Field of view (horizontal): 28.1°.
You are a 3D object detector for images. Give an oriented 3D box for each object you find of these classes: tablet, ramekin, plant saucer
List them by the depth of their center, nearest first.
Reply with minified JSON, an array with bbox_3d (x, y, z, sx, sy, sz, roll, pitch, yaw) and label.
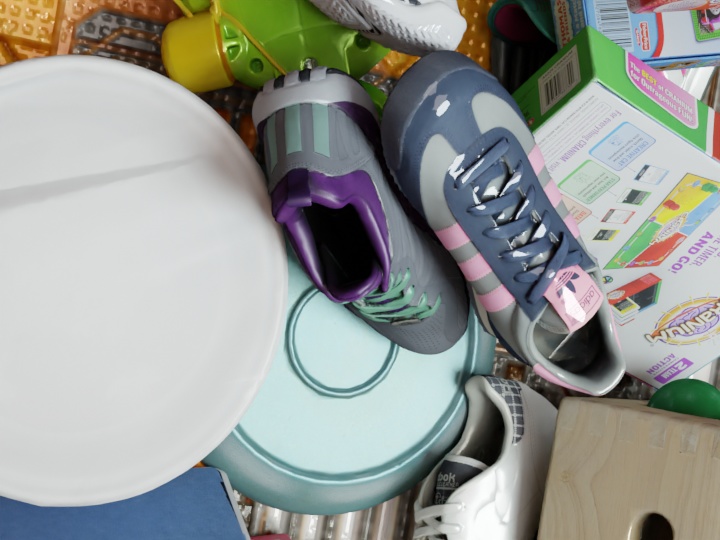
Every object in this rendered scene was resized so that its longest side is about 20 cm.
[{"bbox_3d":[-0.151,0.133,0.687,0.198,0.130,0.014,-2,111,-16],"label":"tablet"},{"bbox_3d":[-0.135,0.005,0.691,0.200,0.094,0.205,0,89,-8],"label":"ramekin"},{"bbox_3d":[-0.012,0.035,0.784,0.198,0.027,0.203,-1,94,-18],"label":"plant saucer"}]

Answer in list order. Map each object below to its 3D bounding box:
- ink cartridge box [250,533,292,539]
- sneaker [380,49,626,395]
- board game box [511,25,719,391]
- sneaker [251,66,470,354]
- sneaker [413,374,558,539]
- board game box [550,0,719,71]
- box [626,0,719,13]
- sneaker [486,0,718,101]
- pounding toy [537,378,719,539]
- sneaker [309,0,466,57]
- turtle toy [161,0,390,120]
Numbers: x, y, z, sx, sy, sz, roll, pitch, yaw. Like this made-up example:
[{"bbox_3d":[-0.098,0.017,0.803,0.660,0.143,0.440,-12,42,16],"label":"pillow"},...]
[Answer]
[{"bbox_3d":[-0.112,0.195,0.696,0.198,0.145,0.086,-1,96,-18],"label":"ink cartridge box"},{"bbox_3d":[0.076,-0.017,0.661,0.070,0.082,0.200,-42,136,-6],"label":"sneaker"},{"bbox_3d":[0.142,-0.022,0.759,0.199,0.153,0.041,28,42,-26],"label":"board game box"},{"bbox_3d":[0.000,0.000,0.688,0.074,0.088,0.200,-16,138,18],"label":"sneaker"},{"bbox_3d":[0.056,0.157,0.780,0.080,0.076,0.202,31,71,-35],"label":"sneaker"},{"bbox_3d":[0.187,-0.185,0.760,0.198,0.037,0.153,-8,88,-22],"label":"board game box"},{"bbox_3d":[0.165,-0.223,0.627,0.099,0.095,0.203,-7,86,-22],"label":"box"},{"bbox_3d":[0.133,-0.138,0.797,0.120,0.083,0.202,22,87,-27],"label":"sneaker"},{"bbox_3d":[0.185,0.135,0.751,0.183,0.141,0.203,9,90,-56],"label":"pounding toy"},{"bbox_3d":[-0.010,-0.191,0.629,0.199,0.075,0.115,39,84,-13],"label":"sneaker"},{"bbox_3d":[-0.027,-0.132,0.726,0.144,0.101,0.203,-11,92,6],"label":"turtle toy"}]
